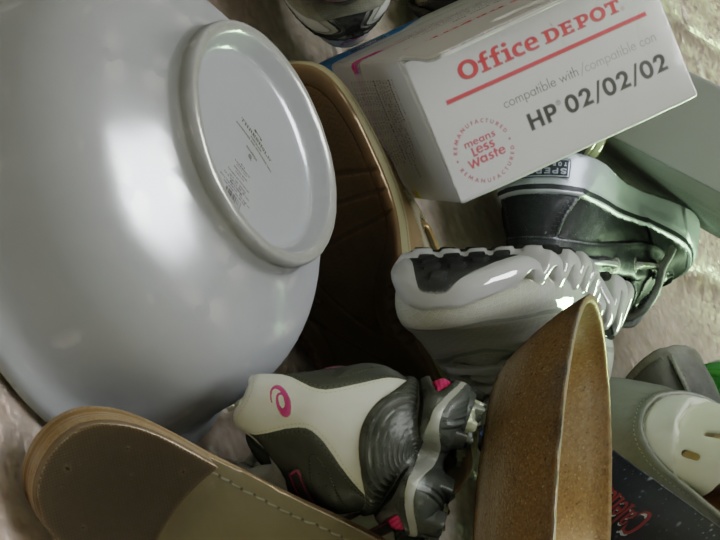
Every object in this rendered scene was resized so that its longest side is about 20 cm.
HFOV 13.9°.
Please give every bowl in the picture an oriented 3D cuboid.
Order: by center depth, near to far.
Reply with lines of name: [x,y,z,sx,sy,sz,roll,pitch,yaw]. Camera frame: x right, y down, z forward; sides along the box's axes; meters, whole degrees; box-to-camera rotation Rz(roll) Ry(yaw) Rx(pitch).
bowl: [-0.071,-0.035,1.114,0.201,0.090,0.202,40,39,-44]

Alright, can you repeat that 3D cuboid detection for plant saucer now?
plant saucer: [0.069,0.109,1.135,0.200,0.035,0.201,1,90,-79]

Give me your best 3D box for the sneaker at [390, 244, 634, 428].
sneaker: [0.067,0.033,1.220,0.200,0.075,0.082,20,72,-66]

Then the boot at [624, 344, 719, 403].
boot: [0.170,0.164,1.439,0.072,0.182,0.200,-13,51,-25]

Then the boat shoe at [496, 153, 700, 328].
boat shoe: [0.118,-0.006,1.453,0.199,0.073,0.069,30,61,-69]

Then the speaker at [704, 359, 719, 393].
speaker: [0.226,0.091,1.578,0.200,0.088,0.089,7,67,-60]

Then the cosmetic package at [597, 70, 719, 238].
cosmetic package: [0.172,-0.056,1.477,0.151,0.200,0.052,31,90,-49]

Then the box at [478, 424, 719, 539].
box: [0.135,0.141,1.303,0.137,0.038,0.200,56,-9,-27]

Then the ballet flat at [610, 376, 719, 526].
ballet flat: [0.183,0.099,1.343,0.200,0.064,0.067,38,49,14]

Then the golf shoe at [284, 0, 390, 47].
golf shoe: [-0.035,-0.193,1.323,0.092,0.072,0.201,89,-12,-67]

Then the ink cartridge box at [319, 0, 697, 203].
ink cartridge box: [0.063,-0.081,1.255,0.068,0.115,0.200,67,-11,-8]

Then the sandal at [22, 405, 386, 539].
sandal: [-0.042,0.108,1.103,0.211,0.078,0.070,37,2,-27]

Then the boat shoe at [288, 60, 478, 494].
boat shoe: [0.000,0.000,1.251,0.065,0.071,0.201,-59,134,-61]

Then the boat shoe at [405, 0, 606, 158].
boat shoe: [0.052,-0.136,1.428,0.066,0.072,0.202,-9,72,-52]

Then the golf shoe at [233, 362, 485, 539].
golf shoe: [-0.002,0.072,1.157,0.200,0.088,0.078,95,12,-74]
